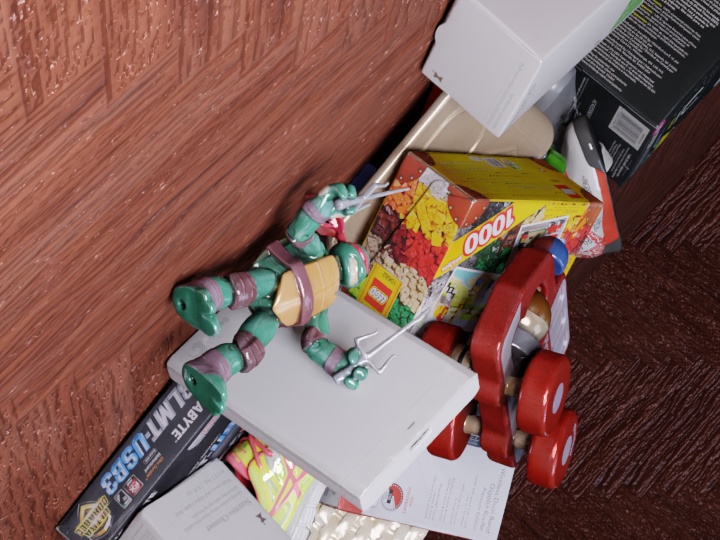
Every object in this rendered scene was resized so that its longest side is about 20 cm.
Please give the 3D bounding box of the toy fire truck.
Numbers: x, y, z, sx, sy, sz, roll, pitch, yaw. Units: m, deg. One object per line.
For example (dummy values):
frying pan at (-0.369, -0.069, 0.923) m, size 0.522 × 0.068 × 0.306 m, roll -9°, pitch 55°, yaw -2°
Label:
toy fire truck at (0.125, 0.064, 1.323) m, size 0.200 × 0.112 × 0.168 m, roll 75°, pitch 34°, yaw -53°

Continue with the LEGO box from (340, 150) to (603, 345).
LEGO box at (0.090, -0.012, 1.354) m, size 0.200 × 0.077 × 0.149 m, roll -3°, pitch 124°, yaw -52°

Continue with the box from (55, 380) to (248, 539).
box at (-0.143, 0.142, 1.404) m, size 0.200 × 0.050 × 0.198 m, roll -52°, pitch 171°, yaw 14°

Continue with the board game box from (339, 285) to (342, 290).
board game box at (0.000, 0.000, 1.511) m, size 0.126 × 0.035 × 0.200 m, roll -49°, pitch 169°, yaw -3°

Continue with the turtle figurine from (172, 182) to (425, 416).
turtle figurine at (-0.041, 0.018, 1.197) m, size 0.200 × 0.150 × 0.100 m, roll -27°, pitch -162°, yaw -34°

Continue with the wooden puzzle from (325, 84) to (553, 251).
wooden puzzle at (0.062, -0.076, 1.372) m, size 0.200 × 0.046 × 0.185 m, roll -54°, pitch 150°, yaw 4°

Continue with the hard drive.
hard drive at (-0.030, 0.079, 1.237) m, size 0.132 × 0.200 × 0.026 m, roll -44°, pitch 146°, yaw -24°

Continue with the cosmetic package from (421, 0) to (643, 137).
cosmetic package at (0.147, -0.207, 1.254) m, size 0.200 × 0.085 × 0.108 m, roll -44°, pitch 171°, yaw -29°

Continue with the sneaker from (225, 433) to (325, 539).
sneaker at (-0.069, 0.157, 1.439) m, size 0.078 × 0.090 × 0.201 m, roll 34°, pitch -75°, yaw 62°

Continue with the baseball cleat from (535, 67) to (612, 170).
baseball cleat at (0.209, -0.144, 1.647) m, size 0.070 × 0.106 × 0.200 m, roll -53°, pitch 170°, yaw -10°

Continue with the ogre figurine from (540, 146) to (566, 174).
ogre figurine at (0.125, -0.081, 1.543) m, size 0.120 × 0.098 × 0.200 m, roll -45°, pitch -146°, yaw 5°

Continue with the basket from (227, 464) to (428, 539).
basket at (-0.068, 0.254, 1.581) m, size 0.200 × 0.198 × 0.161 m, roll -51°, pitch -177°, yaw -18°

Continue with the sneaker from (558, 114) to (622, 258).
sneaker at (0.192, -0.070, 1.631) m, size 0.107 × 0.068 × 0.202 m, roll -13°, pitch 147°, yaw 9°

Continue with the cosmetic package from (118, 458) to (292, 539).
cosmetic package at (-0.098, 0.267, 1.356) m, size 0.113 × 0.200 × 0.081 m, roll -32°, pitch 163°, yaw -52°

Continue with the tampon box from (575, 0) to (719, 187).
tampon box at (0.297, -0.217, 1.703) m, size 0.200 × 0.126 × 0.150 m, roll -46°, pitch 169°, yaw -18°

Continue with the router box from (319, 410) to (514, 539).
router box at (0.065, 0.131, 1.502) m, size 0.049 × 0.179 × 0.201 m, roll 7°, pitch -99°, yaw 59°
